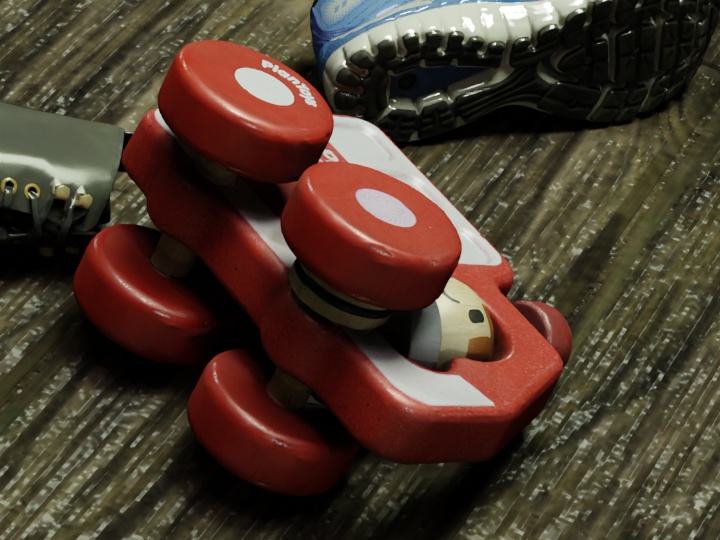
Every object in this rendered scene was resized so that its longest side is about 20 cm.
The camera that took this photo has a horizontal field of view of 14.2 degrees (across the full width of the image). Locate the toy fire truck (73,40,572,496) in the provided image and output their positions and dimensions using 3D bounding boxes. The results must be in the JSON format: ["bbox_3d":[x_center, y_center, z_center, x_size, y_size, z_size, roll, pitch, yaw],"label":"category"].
[{"bbox_3d":[0.000,0.000,1.115,0.168,0.112,0.200,0,36,-45],"label":"toy fire truck"}]

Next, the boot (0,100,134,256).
[{"bbox_3d":[-0.164,-0.021,1.119,0.138,0.078,0.200,16,38,-2],"label":"boot"}]

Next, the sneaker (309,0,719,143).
[{"bbox_3d":[0.070,-0.117,1.293,0.199,0.079,0.089,-6,43,-21],"label":"sneaker"}]
